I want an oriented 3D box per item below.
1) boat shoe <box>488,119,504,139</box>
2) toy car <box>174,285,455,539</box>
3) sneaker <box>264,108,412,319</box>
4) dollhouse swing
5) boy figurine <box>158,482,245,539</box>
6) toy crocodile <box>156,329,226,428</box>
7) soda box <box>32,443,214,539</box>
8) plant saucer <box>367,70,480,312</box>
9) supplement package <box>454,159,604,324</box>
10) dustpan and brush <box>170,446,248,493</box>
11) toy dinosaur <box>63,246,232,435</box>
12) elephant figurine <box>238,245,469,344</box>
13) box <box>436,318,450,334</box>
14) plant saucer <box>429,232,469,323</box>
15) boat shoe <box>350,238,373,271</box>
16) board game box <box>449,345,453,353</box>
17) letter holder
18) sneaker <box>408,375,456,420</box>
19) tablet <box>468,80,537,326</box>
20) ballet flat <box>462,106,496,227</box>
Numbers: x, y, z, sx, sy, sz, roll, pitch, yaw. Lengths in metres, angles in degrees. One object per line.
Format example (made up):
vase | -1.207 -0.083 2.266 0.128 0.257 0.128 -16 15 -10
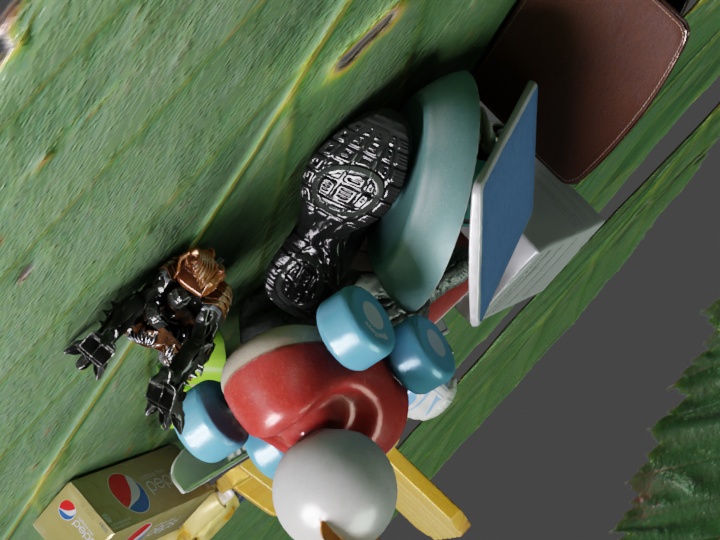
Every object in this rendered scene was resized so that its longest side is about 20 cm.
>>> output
boat shoe | 0.135 -0.102 1.601 0.068 0.075 0.200 -41 167 16
toy car | -0.016 0.150 1.267 0.184 0.201 0.177 -32 149 22
sneaker | -0.015 -0.057 1.334 0.200 0.076 0.091 -57 -178 33
dollhouse swing | -0.020 0.235 1.654 0.181 0.176 0.200 -31 176 -15
boy figurine | -0.170 0.286 1.961 0.200 0.064 0.124 -42 170 -21
toy crocodile | -0.146 0.102 1.460 0.067 0.062 0.200 -1 161 -5
soda box | -0.225 0.229 1.596 0.064 0.068 0.200 -48 166 20
plant saucer | 0.044 -0.067 1.326 0.200 0.036 0.201 -167 -90 -76
supplement package | 0.156 -0.038 1.774 0.117 0.117 0.200 -49 165 27
dustpan and brush | -0.126 0.155 1.603 0.139 0.057 0.200 -32 178 -6
toy dinosaur | -0.142 0.031 1.228 0.136 0.102 0.200 -53 154 -26
elephant figurine | -0.002 0.047 1.437 0.199 0.156 0.142 -25 140 19
box | -0.015 0.099 1.739 0.200 0.060 0.117 -36 172 25
plant saucer | 0.022 0.027 1.596 0.200 0.037 0.200 -43 -161 4
boat shoe | -0.005 -0.004 1.542 0.202 0.075 0.075 -43 -166 12
board game box | 0.007 0.118 1.832 0.200 0.135 0.028 -46 124 13
letter holder | 0.206 -0.189 1.385 0.100 0.142 0.200 -31 162 -42
sneaker | 0.033 0.110 1.599 0.072 0.072 0.200 -48 -172 -18
tablet | 0.116 -0.058 1.334 0.200 0.014 0.131 -58 152 -54
ballet flat | 0.093 -0.104 1.410 0.200 0.067 0.071 -87 -177 -66
